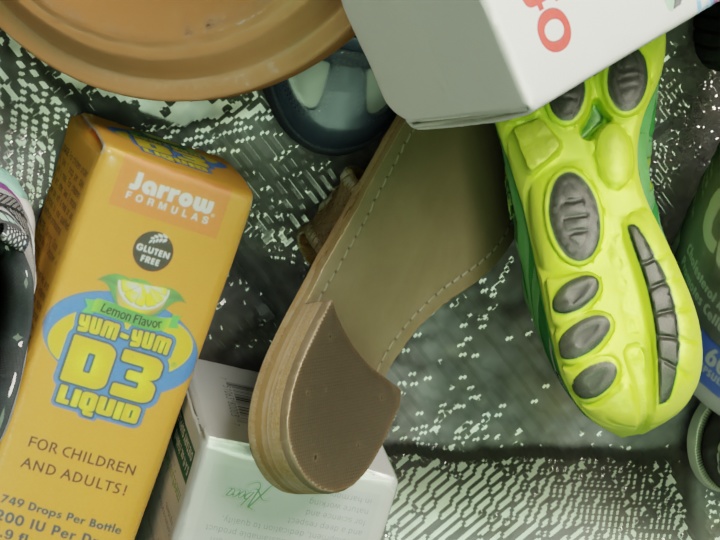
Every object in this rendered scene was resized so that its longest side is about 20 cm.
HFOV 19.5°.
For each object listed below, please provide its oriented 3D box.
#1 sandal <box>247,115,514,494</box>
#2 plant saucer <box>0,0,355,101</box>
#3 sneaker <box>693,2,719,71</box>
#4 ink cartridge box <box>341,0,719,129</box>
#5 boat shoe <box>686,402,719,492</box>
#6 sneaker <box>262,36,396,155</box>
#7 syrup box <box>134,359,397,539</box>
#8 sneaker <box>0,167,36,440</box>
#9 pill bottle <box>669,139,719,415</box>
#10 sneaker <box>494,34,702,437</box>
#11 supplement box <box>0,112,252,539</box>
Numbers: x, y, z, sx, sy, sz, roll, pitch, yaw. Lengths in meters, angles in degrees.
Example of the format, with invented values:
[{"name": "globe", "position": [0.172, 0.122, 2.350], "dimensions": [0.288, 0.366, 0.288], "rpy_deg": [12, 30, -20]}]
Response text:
[{"name": "sandal", "position": [-0.003, -0.004, 0.800], "dimensions": [0.078, 0.069, 0.212], "rpy_deg": [56, 48, -31]}, {"name": "plant saucer", "position": [-0.067, -0.160, 0.735], "dimensions": [0.198, 0.032, 0.202], "rpy_deg": [2, 98, 15]}, {"name": "sneaker", "position": [0.203, -0.158, 0.820], "dimensions": [0.088, 0.074, 0.201], "rpy_deg": [25, 97, -16]}, {"name": "ink cartridge box", "position": [0.080, -0.155, 0.688], "dimensions": [0.199, 0.084, 0.146], "rpy_deg": [-32, 105, -23]}, {"name": "boat shoe", "position": [0.236, 0.048, 0.887], "dimensions": [0.200, 0.061, 0.072], "rpy_deg": [-22, 108, -7]}, {"name": "sneaker", "position": [0.001, -0.137, 0.775], "dimensions": [0.069, 0.082, 0.202], "rpy_deg": [1, 104, -15]}, {"name": "syrup box", "position": [-0.055, 0.146, 0.825], "dimensions": [0.081, 0.079, 0.202], "rpy_deg": [13, 107, -15]}, {"name": "sneaker", "position": [-0.176, 0.059, 0.751], "dimensions": [0.077, 0.140, 0.201], "rpy_deg": [24, 98, -22]}, {"name": "pill bottle", "position": [0.189, -0.035, 0.780], "dimensions": [0.113, 0.114, 0.201], "rpy_deg": [2, 139, -13]}, {"name": "sneaker", "position": [0.083, -0.033, 0.811], "dimensions": [0.073, 0.084, 0.202], "rpy_deg": [-3, 75, -6]}, {"name": "supplement box", "position": [-0.107, 0.047, 0.805], "dimensions": [0.066, 0.069, 0.202], "rpy_deg": [16, 97, -19]}]
